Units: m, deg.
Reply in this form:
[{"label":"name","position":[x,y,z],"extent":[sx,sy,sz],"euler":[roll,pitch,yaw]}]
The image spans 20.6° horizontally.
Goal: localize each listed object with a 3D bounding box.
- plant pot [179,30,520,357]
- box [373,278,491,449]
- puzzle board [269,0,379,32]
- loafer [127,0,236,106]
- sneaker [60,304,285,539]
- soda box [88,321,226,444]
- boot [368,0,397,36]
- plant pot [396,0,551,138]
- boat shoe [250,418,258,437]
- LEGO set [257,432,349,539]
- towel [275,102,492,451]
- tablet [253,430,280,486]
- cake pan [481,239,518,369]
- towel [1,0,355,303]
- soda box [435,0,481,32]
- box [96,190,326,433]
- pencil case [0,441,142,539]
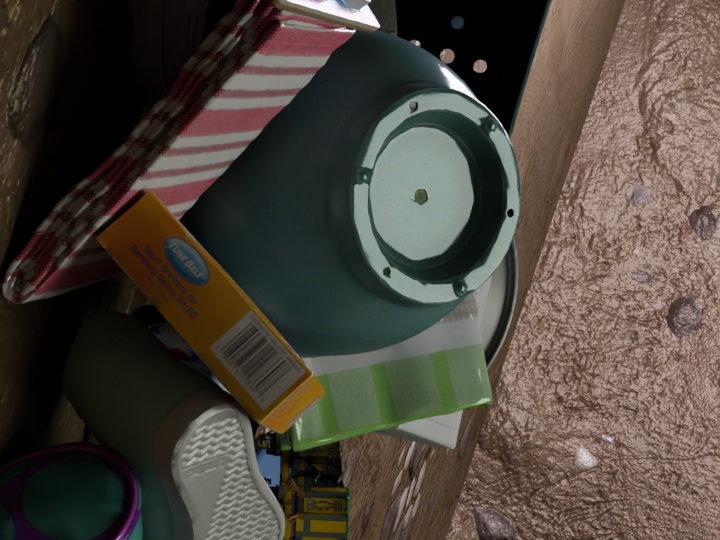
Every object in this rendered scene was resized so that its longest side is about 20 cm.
[{"label":"plant pot","position":[0.006,-0.044,1.121],"extent":[0.199,0.134,0.202],"euler":[-4,96,-34]},{"label":"box","position":[0.023,0.007,1.328],"extent":[0.124,0.097,0.201],"euler":[30,72,-67]},{"label":"puzzle board","position":[-0.049,-0.183,0.928],"extent":[0.017,0.151,0.200],"euler":[-33,176,13]},{"label":"loafer","position":[-0.079,-0.130,0.999],"extent":[0.200,0.069,0.070],"euler":[82,27,-65]},{"label":"sneaker","position":[-0.105,0.103,1.073],"extent":[0.074,0.118,0.201],"euler":[-32,144,-25]},{"label":"soda box","position":[-0.126,0.134,1.167],"extent":[0.064,0.068,0.201],"euler":[-43,148,-70]},{"label":"boot","position":[-0.008,-0.180,1.279],"extent":[0.182,0.072,0.200],"euler":[-62,166,18]},{"label":"plant pot","position":[0.063,-0.173,1.487],"extent":[0.200,0.141,0.142],"euler":[-10,117,-86]},{"label":"boat shoe","position":[-0.061,0.054,1.371],"extent":[0.074,0.068,0.200],"euler":[-11,117,-78]},{"label":"LEGO set","position":[-0.071,0.179,1.260],"extent":[0.200,0.115,0.155],"euler":[-99,-168,-73]},{"label":"towel","position":[0.000,0.000,1.226],"extent":[0.031,0.148,0.201],"euler":[170,-92,-74]},{"label":"tablet","position":[-0.095,0.162,1.370],"extent":[0.130,0.014,0.200],"euler":[-58,167,17]},{"label":"cake pan","position":[0.021,0.012,1.439],"extent":[0.037,0.200,0.201],"euler":[22,85,-53]},{"label":"towel","position":[-0.089,-0.064,0.983],"extent":[0.200,0.030,0.146],"euler":[-46,174,13]},{"label":"soda box","position":[0.092,-0.298,1.602],"extent":[0.063,0.068,0.201],"euler":[-40,145,-68]},{"label":"box","position":[-0.071,0.027,1.020],"extent":[0.041,0.119,0.200],"euler":[-42,175,-2]},{"label":"pencil case","position":[-0.157,0.183,1.049],"extent":[0.093,0.085,0.201],"euler":[-74,173,-45]}]
